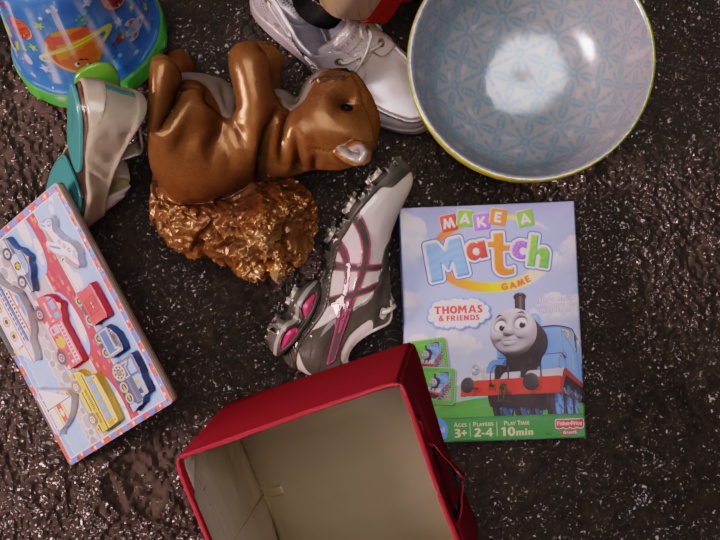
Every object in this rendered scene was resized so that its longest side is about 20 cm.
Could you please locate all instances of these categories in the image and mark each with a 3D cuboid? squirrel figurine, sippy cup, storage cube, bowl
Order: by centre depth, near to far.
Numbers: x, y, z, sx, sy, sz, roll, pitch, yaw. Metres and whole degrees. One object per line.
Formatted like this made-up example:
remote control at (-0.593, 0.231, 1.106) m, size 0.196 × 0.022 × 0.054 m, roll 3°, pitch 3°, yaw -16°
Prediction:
storage cube at (-0.014, 0.173, 1.035) m, size 0.200 × 0.180 × 0.171 m, roll -19°, pitch 95°, yaw 7°
sippy cup at (-0.240, -0.224, 1.104) m, size 0.178 × 0.130 × 0.140 m, roll 28°, pitch 70°, yaw 20°
squirrel figurine at (-0.079, -0.091, 1.115) m, size 0.186 × 0.142 × 0.200 m, roll 3°, pitch 94°, yaw -3°
bowl at (0.138, -0.164, 1.125) m, size 0.200 × 0.108 × 0.201 m, roll 0°, pitch 84°, yaw 1°

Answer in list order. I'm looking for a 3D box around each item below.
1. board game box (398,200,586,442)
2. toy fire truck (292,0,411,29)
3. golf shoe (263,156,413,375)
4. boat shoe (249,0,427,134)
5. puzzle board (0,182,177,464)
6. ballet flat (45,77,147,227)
board game box at (0.110, 0.044, 1.141) m, size 0.151 × 0.037 × 0.200 m, roll -3°, pitch 84°, yaw 1°
toy fire truck at (0.035, -0.300, 1.131) m, size 0.200 × 0.129 × 0.176 m, roll -3°, pitch 58°, yaw -36°
golf shoe at (0.000, 0.000, 1.129) m, size 0.088 × 0.077 × 0.200 m, roll 31°, pitch 99°, yaw -2°
boat shoe at (-0.014, -0.190, 1.147) m, size 0.200 × 0.069 × 0.071 m, roll 36°, pitch 83°, yaw 2°
puzzle board at (-0.246, 0.048, 1.109) m, size 0.151 × 0.017 × 0.200 m, roll -32°, pitch 84°, yaw 36°
ballet flat at (-0.212, -0.086, 1.095) m, size 0.069 × 0.200 × 0.070 m, roll 9°, pitch 59°, yaw -16°
